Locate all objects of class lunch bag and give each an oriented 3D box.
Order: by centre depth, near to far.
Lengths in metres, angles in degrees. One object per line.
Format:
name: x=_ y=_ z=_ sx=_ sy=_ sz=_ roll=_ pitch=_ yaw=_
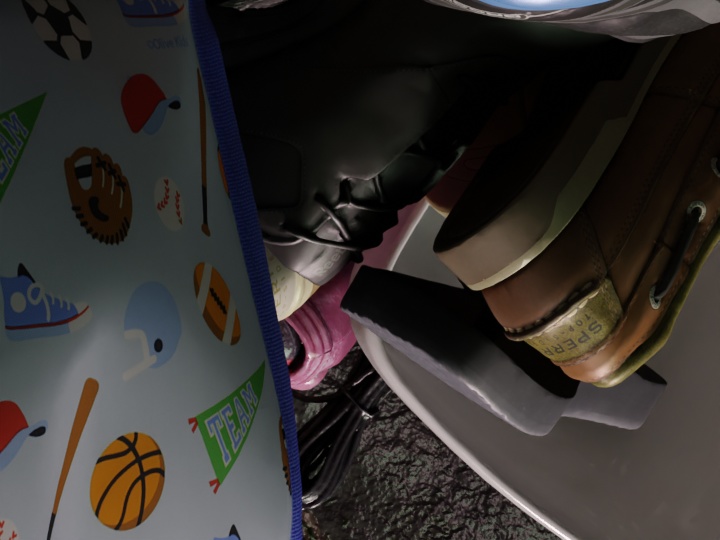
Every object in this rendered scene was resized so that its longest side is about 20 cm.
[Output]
lunch bag: x=-0.107 y=0.032 z=0.737 sx=0.124 sy=0.200 sz=0.170 roll=-17 pitch=178 yaw=36

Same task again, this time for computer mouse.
computer mouse: x=-0.059 y=0.004 z=1.273 sx=0.140 sy=0.200 sz=0.046 roll=-50 pitch=161 yaw=2

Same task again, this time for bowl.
bowl: x=0.101 y=-0.004 z=1.011 sx=0.200 sy=0.200 sz=0.075 roll=-52 pitch=-155 yaw=-6

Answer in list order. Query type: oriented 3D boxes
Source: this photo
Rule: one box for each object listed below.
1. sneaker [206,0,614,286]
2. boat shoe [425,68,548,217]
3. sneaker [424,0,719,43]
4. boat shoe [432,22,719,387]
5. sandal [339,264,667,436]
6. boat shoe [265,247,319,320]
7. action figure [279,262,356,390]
sneaker: x=0.002 y=-0.046 z=0.808 sx=0.200 sy=0.091 sz=0.076 roll=-18 pitch=159 yaw=26
boat shoe: x=0.116 y=-0.060 z=0.906 sx=0.201 sy=0.073 sz=0.063 roll=-27 pitch=140 yaw=13
sneaker: x=0.098 y=-0.098 z=0.678 sx=0.199 sy=0.071 sz=0.083 roll=-9 pitch=-179 yaw=-21
boat shoe: x=0.095 y=-0.045 z=0.824 sx=0.200 sy=0.068 sz=0.072 roll=-51 pitch=-166 yaw=-32
sandal: x=0.051 y=0.015 z=0.871 sx=0.043 sy=0.076 sz=0.200 roll=-60 pitch=162 yaw=8
boat shoe: x=-0.108 y=-0.004 z=0.907 sx=0.200 sy=0.072 sz=0.065 roll=7 pitch=-144 yaw=33
action figure: x=0.000 y=0.000 z=1.065 sx=0.149 sy=0.134 sz=0.200 roll=24 pitch=-131 yaw=24
